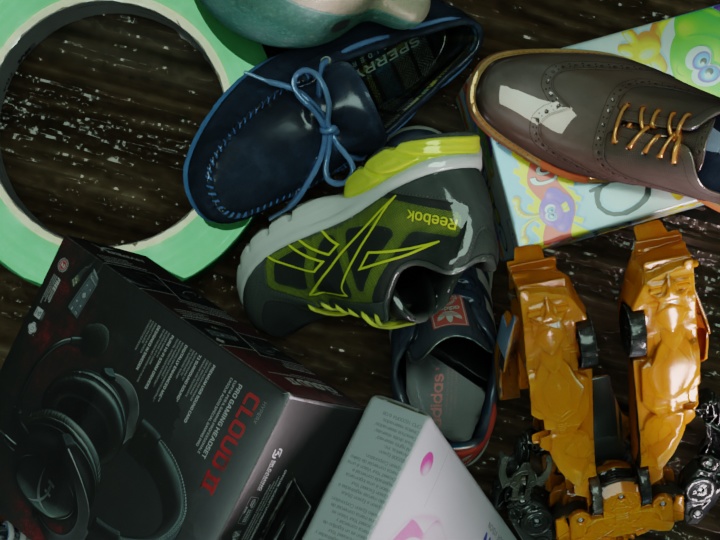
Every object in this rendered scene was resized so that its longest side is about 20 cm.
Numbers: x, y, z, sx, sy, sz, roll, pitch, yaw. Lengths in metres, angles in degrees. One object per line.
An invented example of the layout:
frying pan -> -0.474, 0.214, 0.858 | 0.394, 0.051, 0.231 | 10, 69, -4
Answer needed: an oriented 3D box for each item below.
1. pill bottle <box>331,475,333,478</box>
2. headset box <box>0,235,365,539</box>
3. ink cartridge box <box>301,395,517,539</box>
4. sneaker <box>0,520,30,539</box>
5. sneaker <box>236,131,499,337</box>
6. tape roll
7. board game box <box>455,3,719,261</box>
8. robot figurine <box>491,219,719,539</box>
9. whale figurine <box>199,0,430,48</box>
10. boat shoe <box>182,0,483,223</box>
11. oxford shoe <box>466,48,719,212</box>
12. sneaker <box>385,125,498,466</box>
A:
pill bottle -> -0.050, 0.186, 1.061 | 0.113, 0.114, 0.202 | 18, 88, -1
headset box -> -0.103, 0.095, 0.999 | 0.199, 0.077, 0.150 | 33, 100, 34
ink cartridge box -> 0.008, 0.195, 1.005 | 0.043, 0.197, 0.201 | 17, 70, 27
sneaker -> -0.203, 0.159, 1.027 | 0.085, 0.200, 0.078 | -14, 50, 28
sneaker -> 0.000, 0.000, 1.038 | 0.074, 0.200, 0.085 | -2, 66, -39
tape roll -> -0.144, -0.083, 1.101 | 0.198, 0.048, 0.203 | 0, 88, -2
board game box -> 0.166, -0.083, 1.081 | 0.198, 0.103, 0.106 | -16, 88, -2
robot figurine -> 0.139, 0.074, 1.060 | 0.143, 0.058, 0.201 | -10, 126, -3
whale figurine -> -0.021, -0.189, 1.065 | 0.160, 0.199, 0.104 | 52, 130, 12
boat shoe -> -0.014, -0.098, 1.057 | 0.200, 0.068, 0.084 | -45, 122, -22
oxford shoe -> 0.154, -0.076, 0.992 | 0.198, 0.073, 0.072 | 14, 88, -1
sneaker -> 0.046, 0.014, 1.084 | 0.074, 0.085, 0.202 | -9, 88, -2
